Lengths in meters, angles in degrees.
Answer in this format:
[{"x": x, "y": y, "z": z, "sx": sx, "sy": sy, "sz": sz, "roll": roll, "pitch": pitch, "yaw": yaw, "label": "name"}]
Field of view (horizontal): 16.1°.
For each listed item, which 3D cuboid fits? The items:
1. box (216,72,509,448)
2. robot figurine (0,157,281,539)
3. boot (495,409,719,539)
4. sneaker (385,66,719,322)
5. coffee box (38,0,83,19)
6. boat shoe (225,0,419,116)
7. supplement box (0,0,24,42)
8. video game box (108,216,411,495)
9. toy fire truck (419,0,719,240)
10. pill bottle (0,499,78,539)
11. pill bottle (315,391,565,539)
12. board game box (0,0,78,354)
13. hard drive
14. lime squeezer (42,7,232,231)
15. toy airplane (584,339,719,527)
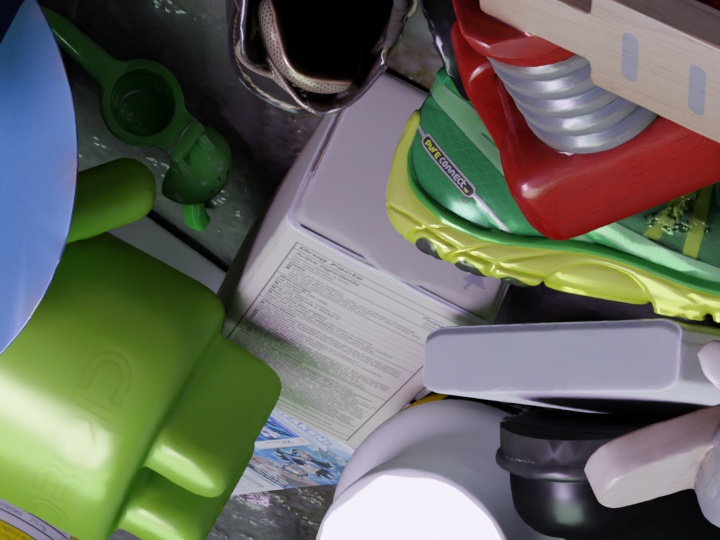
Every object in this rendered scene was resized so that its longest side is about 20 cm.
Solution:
[{"x": 0.000, "y": 0.000, "z": 1.063, "sx": 0.094, "sy": 0.078, "sz": 0.200, "roll": 28, "pitch": 157, "yaw": -7, "label": "box"}, {"x": -0.135, "y": 0.034, "z": 1.043, "sx": 0.199, "sy": 0.116, "sz": 0.176, "roll": 28, "pitch": 138, "yaw": 2, "label": "robot figurine"}, {"x": 0.119, "y": 0.136, "z": 0.973, "sx": 0.079, "sy": 0.159, "sz": 0.211, "roll": 0, "pitch": 173, "yaw": 34, "label": "boot"}, {"x": 0.110, "y": -0.029, "z": 0.884, "sx": 0.198, "sy": 0.084, "sz": 0.074, "roll": 9, "pitch": -168, "yaw": -7, "label": "sneaker"}, {"x": -0.176, "y": -0.173, "z": 0.915, "sx": 0.199, "sy": 0.044, "sz": 0.123, "roll": 28, "pitch": 157, "yaw": -6, "label": "coffee box"}, {"x": -0.018, "y": -0.096, "z": 0.880, "sx": 0.074, "sy": 0.074, "sz": 0.200, "roll": 26, "pitch": 157, "yaw": -2, "label": "boat shoe"}, {"x": -0.224, "y": -0.123, "z": 0.871, "sx": 0.199, "sy": 0.109, "sz": 0.110, "roll": 22, "pitch": 157, "yaw": 8, "label": "supplement box"}, {"x": -0.096, "y": 0.046, "z": 1.304, "sx": 0.200, "sy": 0.047, "sz": 0.182, "roll": 36, "pitch": 157, "yaw": -25, "label": "video game box"}, {"x": 0.072, "y": -0.067, "z": 0.690, "sx": 0.128, "sy": 0.201, "sz": 0.176, "roll": -21, "pitch": 141, "yaw": 12, "label": "toy fire truck"}, {"x": -0.194, "y": 0.135, "z": 1.394, "sx": 0.104, "sy": 0.201, "sz": 0.104, "roll": 21, "pitch": 157, "yaw": 10, "label": "pill bottle"}, {"x": 0.055, "y": 0.101, "z": 1.063, "sx": 0.112, "sy": 0.113, "sz": 0.200, "roll": 18, "pitch": -165, "yaw": 17, "label": "pill bottle"}, {"x": -0.189, "y": -0.045, "z": 0.979, "sx": 0.198, "sy": 0.160, "sz": 0.039, "roll": 3, "pitch": -174, "yaw": 22, "label": "board game box"}, {"x": 0.140, "y": 0.044, "z": 0.973, "sx": 0.199, "sy": 0.027, "sz": 0.131, "roll": 9, "pitch": 172, "yaw": -40, "label": "hard drive"}, {"x": -0.092, "y": -0.068, "z": 1.084, "sx": 0.071, "sy": 0.038, "sz": 0.200, "roll": 48, "pitch": 177, "yaw": 42, "label": "lime squeezer"}, {"x": 0.186, "y": 0.031, "z": 0.785, "sx": 0.199, "sy": 0.200, "sz": 0.141, "roll": 32, "pitch": -163, "yaw": -48, "label": "toy airplane"}]
